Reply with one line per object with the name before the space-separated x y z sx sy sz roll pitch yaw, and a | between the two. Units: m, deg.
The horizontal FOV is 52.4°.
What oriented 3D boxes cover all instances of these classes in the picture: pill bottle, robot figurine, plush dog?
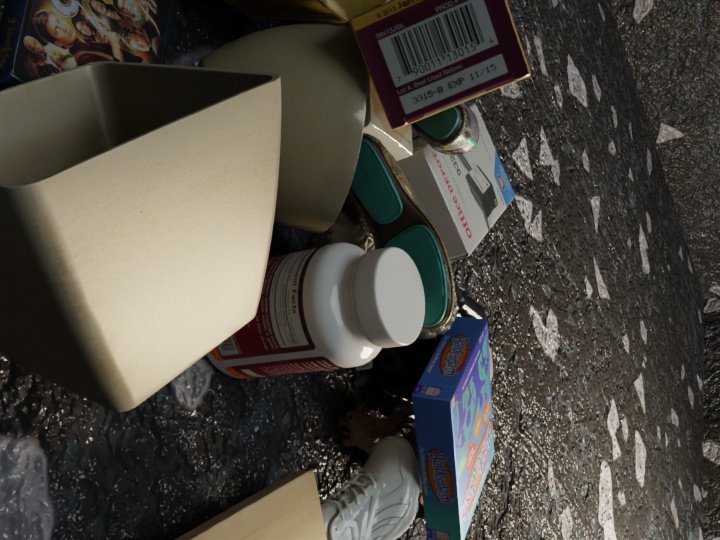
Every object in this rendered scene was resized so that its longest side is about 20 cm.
pill bottle | -0.046 0.037 0.678 0.113 0.199 0.114 21 64 -53
robot figurine | 0.090 0.111 0.932 0.200 0.150 0.126 30 42 -49
plush dog | 0.000 0.000 0.833 0.200 0.160 0.172 45 23 -13

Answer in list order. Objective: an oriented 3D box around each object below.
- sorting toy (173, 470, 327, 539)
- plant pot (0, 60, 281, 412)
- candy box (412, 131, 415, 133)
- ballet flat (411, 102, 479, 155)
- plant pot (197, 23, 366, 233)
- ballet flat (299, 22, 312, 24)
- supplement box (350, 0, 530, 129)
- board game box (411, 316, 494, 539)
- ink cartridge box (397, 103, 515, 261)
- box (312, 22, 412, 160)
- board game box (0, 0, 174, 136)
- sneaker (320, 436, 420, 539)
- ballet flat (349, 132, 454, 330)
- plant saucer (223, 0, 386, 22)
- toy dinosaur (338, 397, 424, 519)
sorting toy | -0.106 0.303 0.633 0.200 0.069 0.200 -12 91 -57
plant pot | -0.174 -0.027 0.504 0.200 0.199 0.178 -40 133 -43
candy box | 0.004 -0.179 0.941 0.199 0.061 0.138 -1 81 -57
ballet flat | 0.074 -0.191 0.861 0.072 0.072 0.201 37 11 -46
plant pot | -0.092 -0.144 0.700 0.133 0.200 0.202 7 73 -21
ballet flat | -0.037 -0.316 0.914 0.200 0.069 0.070 26 60 -52
supplement box | 0.076 -0.217 0.694 0.200 0.130 0.104 -70 138 -67
board game box | 0.108 0.176 0.816 0.152 0.045 0.201 -52 141 -52
ink cartridge box | 0.111 -0.111 0.943 0.200 0.083 0.146 -44 113 -52
box | 0.001 -0.223 0.824 0.095 0.077 0.202 22 60 -52
board game box | -0.227 -0.213 0.624 0.135 0.034 0.202 26 60 -51
sneaker | -0.008 0.257 0.763 0.099 0.078 0.201 41 64 -31
ballet flat | 0.042 -0.041 0.709 0.201 0.070 0.065 68 20 3
plant saucer | -0.098 -0.297 0.719 0.199 0.199 0.049 15 90 -54
toy dinosaur | 0.068 0.223 0.901 0.199 0.085 0.137 9 76 -53
